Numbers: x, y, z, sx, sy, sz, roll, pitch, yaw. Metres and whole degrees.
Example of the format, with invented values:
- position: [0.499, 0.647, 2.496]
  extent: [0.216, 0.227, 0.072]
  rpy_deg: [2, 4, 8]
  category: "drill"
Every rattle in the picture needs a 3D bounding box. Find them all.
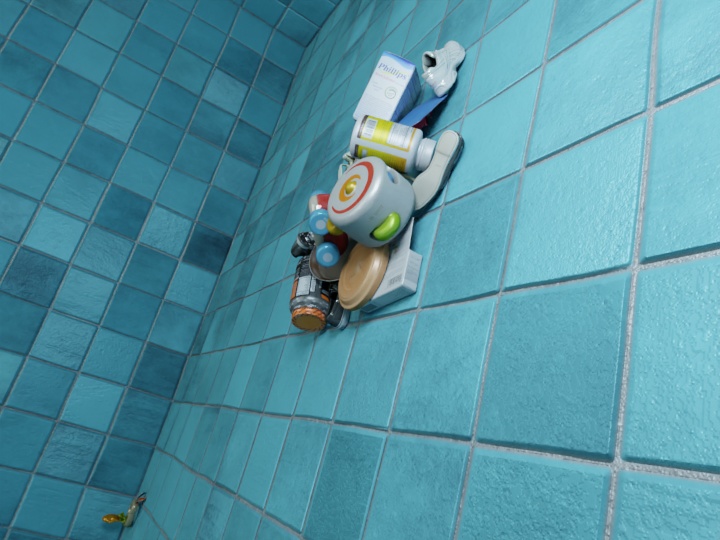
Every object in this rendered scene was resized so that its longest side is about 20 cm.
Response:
- position: [-1.139, 1.141, 2.639]
  extent: [0.200, 0.142, 0.130]
  rpy_deg: [-59, 5, 30]
  category: "rattle"

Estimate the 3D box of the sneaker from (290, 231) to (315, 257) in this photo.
- position: [-0.137, -0.077, 1.630]
  extent: [0.090, 0.200, 0.067]
  rpy_deg: [-44, 72, 32]
  category: "sneaker"

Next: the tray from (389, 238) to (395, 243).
- position: [0.077, -0.129, 1.411]
  extent: [0.107, 0.022, 0.201]
  rpy_deg: [-35, 37, 49]
  category: "tray"

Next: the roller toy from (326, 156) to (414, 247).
- position: [0.018, -0.160, 1.254]
  extent: [0.200, 0.140, 0.183]
  rpy_deg: [-2, 62, 51]
  category: "roller toy"

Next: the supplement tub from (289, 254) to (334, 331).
- position: [-0.135, 0.064, 1.550]
  extent: [0.122, 0.122, 0.201]
  rpy_deg: [-41, 34, 44]
  category: "supplement tub"

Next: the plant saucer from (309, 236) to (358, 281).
- position: [-0.049, -0.047, 1.500]
  extent: [0.199, 0.032, 0.201]
  rpy_deg: [-17, 47, 20]
  category: "plant saucer"

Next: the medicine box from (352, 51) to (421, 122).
- position: [0.080, -0.480, 1.546]
  extent: [0.201, 0.103, 0.182]
  rpy_deg: [-64, -10, 4]
  category: "medicine box"

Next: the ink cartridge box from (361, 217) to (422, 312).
- position: [0.070, -0.009, 1.280]
  extent: [0.200, 0.045, 0.177]
  rpy_deg: [-29, 42, 54]
  category: "ink cartridge box"

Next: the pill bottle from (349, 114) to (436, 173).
- position: [0.081, -0.306, 1.338]
  extent: [0.109, 0.199, 0.110]
  rpy_deg: [18, -90, -84]
  category: "pill bottle"

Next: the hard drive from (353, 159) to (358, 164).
- position: [-0.025, -0.235, 1.599]
  extent: [0.140, 0.038, 0.201]
  rpy_deg: [-44, 27, 55]
  category: "hard drive"

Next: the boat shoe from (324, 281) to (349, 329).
- position: [-0.058, 0.063, 1.468]
  extent: [0.069, 0.056, 0.201]
  rpy_deg: [-42, 32, 43]
  category: "boat shoe"

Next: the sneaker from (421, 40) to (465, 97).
- position: [0.211, -0.552, 1.428]
  extent: [0.078, 0.099, 0.201]
  rpy_deg: [-35, 29, 48]
  category: "sneaker"

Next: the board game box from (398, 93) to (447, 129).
- position: [0.154, -0.393, 1.442]
  extent: [0.200, 0.039, 0.158]
  rpy_deg: [-46, 21, -23]
  category: "board game box"

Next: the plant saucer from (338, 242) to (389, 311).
- position: [0.000, 0.000, 1.325]
  extent: [0.200, 0.032, 0.201]
  rpy_deg: [-47, 29, 37]
  category: "plant saucer"

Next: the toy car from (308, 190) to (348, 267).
- position: [-0.029, -0.124, 1.423]
  extent: [0.185, 0.199, 0.178]
  rpy_deg: [-101, 1, -64]
  category: "toy car"

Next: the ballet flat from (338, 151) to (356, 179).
- position: [-0.032, -0.349, 1.804]
  extent: [0.068, 0.067, 0.201]
  rpy_deg: [-18, 52, 60]
  category: "ballet flat"

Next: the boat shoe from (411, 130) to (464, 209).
- position: [0.180, -0.226, 1.261]
  extent: [0.067, 0.057, 0.201]
  rpy_deg: [39, 111, 29]
  category: "boat shoe"

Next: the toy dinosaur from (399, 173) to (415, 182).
- position: [0.047, -0.233, 1.361]
  extent: [0.199, 0.088, 0.048]
  rpy_deg: [-2, 65, 22]
  category: "toy dinosaur"
